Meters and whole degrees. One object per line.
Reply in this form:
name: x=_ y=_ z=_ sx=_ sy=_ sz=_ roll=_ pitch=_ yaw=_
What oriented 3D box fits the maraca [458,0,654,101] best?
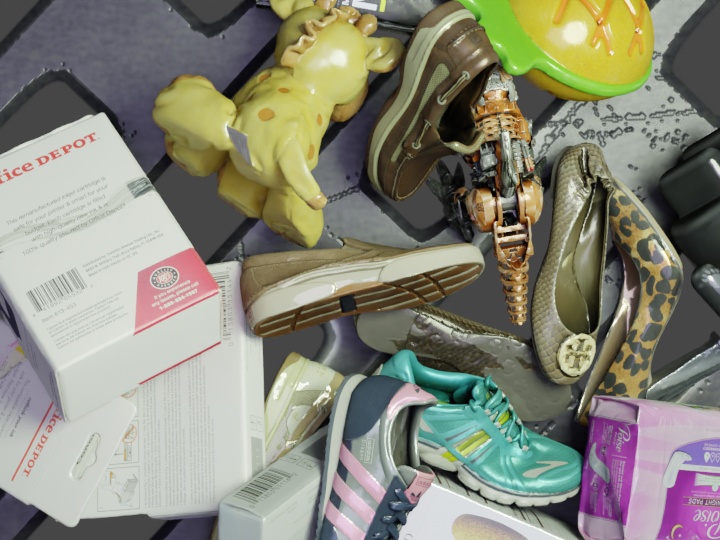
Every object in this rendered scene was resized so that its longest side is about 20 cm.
maraca: x=0.158 y=-0.199 z=1.451 sx=0.199 sy=0.107 sz=0.138 roll=1 pitch=52 yaw=-36

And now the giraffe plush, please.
giraffe plush: x=-0.055 y=-0.139 z=1.429 sx=0.172 sy=0.200 sz=0.163 roll=37 pitch=74 yaw=-4

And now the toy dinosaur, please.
toy dinosaur: x=0.109 y=-0.063 z=1.461 sx=0.101 sy=0.136 sz=0.202 roll=12 pitch=93 yaw=-6

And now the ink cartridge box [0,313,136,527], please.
ink cartridge box: x=-0.273 y=0.111 z=1.446 sx=0.199 sy=0.067 sz=0.117 roll=30 pitch=92 yaw=17

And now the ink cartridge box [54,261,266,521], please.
ink cartridge box: x=-0.166 y=0.103 z=1.472 sx=0.175 sy=0.045 sz=0.202 roll=-7 pitch=77 yaw=21

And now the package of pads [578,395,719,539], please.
package of pads: x=0.277 y=0.173 z=1.487 sx=0.198 sy=0.075 sz=0.122 roll=8 pitch=89 yaw=-32

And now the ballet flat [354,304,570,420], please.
ballet flat: x=0.086 y=0.069 z=1.511 sx=0.198 sy=0.046 sz=0.068 roll=22 pitch=103 yaw=-9

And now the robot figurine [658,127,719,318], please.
robot figurine: x=0.338 y=-0.022 z=1.489 sx=0.150 sy=0.125 sz=0.200 roll=-40 pitch=95 yaw=2

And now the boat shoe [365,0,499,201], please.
boat shoe: x=0.059 y=-0.114 z=1.406 sx=0.074 sy=0.203 sz=0.075 roll=-32 pitch=66 yaw=-30

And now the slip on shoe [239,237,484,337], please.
slip on shoe: x=0.000 y=0.000 z=1.442 sx=0.198 sy=0.076 sz=0.061 roll=-15 pitch=67 yaw=-4

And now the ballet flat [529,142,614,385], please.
ballet flat: x=0.181 y=-0.005 z=1.475 sx=0.067 sy=0.046 sz=0.202 roll=7 pitch=90 yaw=-40

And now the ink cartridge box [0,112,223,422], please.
ink cartridge box: x=-0.218 y=-0.006 z=1.407 sx=0.144 sy=0.085 sz=0.201 roll=-27 pitch=62 yaw=-19

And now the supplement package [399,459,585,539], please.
supplement package: x=0.110 y=0.250 z=1.495 sx=0.198 sy=0.110 sz=0.115 roll=23 pitch=92 yaw=-5

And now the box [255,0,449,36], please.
box: x=0.021 y=-0.301 z=1.484 sx=0.191 sy=0.048 sz=0.202 roll=10 pitch=93 yaw=-6

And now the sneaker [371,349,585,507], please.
sneaker: x=0.099 y=0.130 z=1.465 sx=0.199 sy=0.078 sz=0.080 roll=24 pitch=122 yaw=-7

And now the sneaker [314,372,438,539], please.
sneaker: x=0.015 y=0.183 z=1.403 sx=0.081 sy=0.070 sz=0.202 roll=2 pitch=87 yaw=30

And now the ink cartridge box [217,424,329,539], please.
ink cartridge box: x=-0.057 y=0.246 z=1.452 sx=0.047 sy=0.160 sz=0.202 roll=18 pitch=116 yaw=25

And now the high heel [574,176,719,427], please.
high heel: x=0.208 y=0.031 z=1.511 sx=0.142 sy=0.071 sz=0.201 roll=-29 pitch=95 yaw=4

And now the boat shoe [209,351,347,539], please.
boat shoe: x=-0.073 y=0.171 z=1.497 sx=0.063 sy=0.073 sz=0.202 roll=23 pitch=85 yaw=-1
